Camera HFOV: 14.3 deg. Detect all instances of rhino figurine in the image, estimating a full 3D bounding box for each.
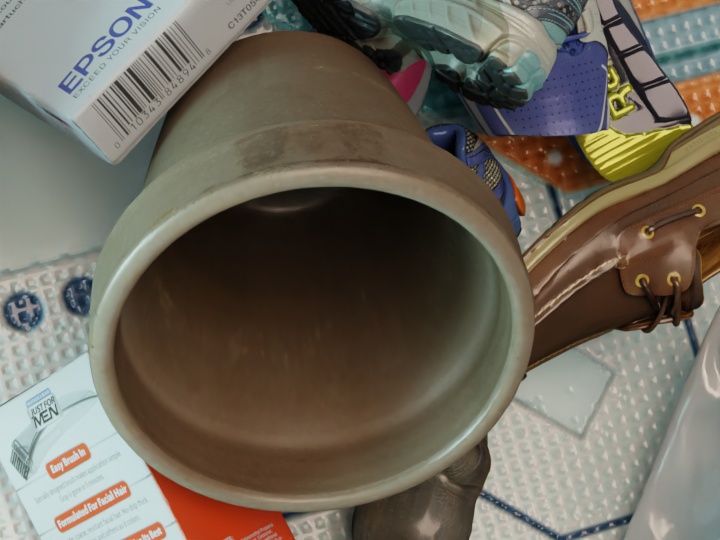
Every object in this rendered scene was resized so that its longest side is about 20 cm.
[{"bbox_3d":[0.034,0.098,1.445,0.060,0.087,0.200,13,72,27],"label":"rhino figurine"}]

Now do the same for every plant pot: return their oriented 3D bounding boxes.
[{"bbox_3d":[-0.030,-0.019,1.324,0.200,0.200,0.175,5,39,-13],"label":"plant pot"}]

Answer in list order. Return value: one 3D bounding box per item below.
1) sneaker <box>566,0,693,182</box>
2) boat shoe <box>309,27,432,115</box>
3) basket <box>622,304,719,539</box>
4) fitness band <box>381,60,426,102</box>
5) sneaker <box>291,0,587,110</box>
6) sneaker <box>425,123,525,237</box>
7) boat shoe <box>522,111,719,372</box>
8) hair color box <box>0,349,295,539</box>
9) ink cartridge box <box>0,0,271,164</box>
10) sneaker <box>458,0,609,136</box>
[{"bbox_3d":[0.109,-0.134,1.504,0.074,0.082,0.200,-22,88,4],"label":"sneaker"},{"bbox_3d":[0.020,-0.131,1.488,0.072,0.062,0.200,13,81,27],"label":"boat shoe"},{"bbox_3d":[0.218,0.126,1.426,0.123,0.136,0.200,17,100,-13],"label":"basket"},{"bbox_3d":[-0.054,-0.140,1.451,0.144,0.037,0.200,-39,66,-4],"label":"fitness band"},{"bbox_3d":[0.032,-0.140,1.358,0.086,0.200,0.078,-50,137,-14],"label":"sneaker"},{"bbox_3d":[0.000,0.000,1.442,0.075,0.078,0.200,25,63,33],"label":"sneaker"},{"bbox_3d":[0.142,-0.006,1.428,0.200,0.072,0.068,-34,65,-19],"label":"boat shoe"},{"bbox_3d":[-0.091,0.133,1.383,0.064,0.111,0.200,-27,88,-41],"label":"hair color box"},{"bbox_3d":[-0.108,-0.160,1.387,0.196,0.200,0.043,-48,129,-9],"label":"ink cartridge box"},{"bbox_3d":[0.080,-0.164,1.403,0.080,0.115,0.200,-8,89,-7],"label":"sneaker"}]
